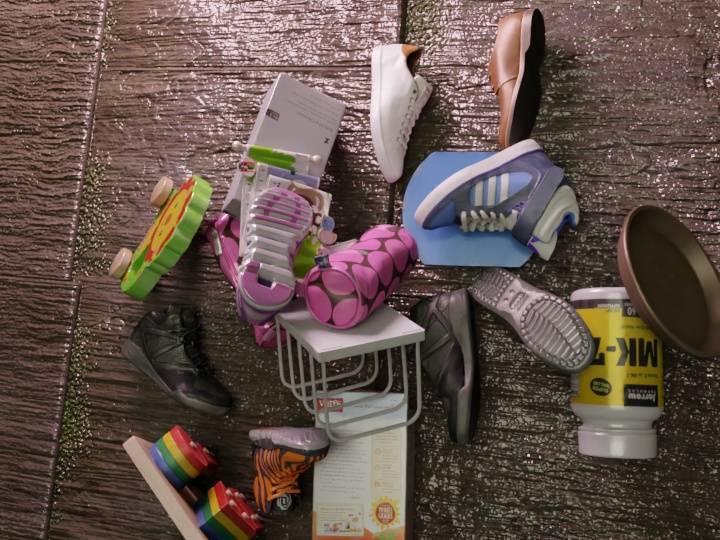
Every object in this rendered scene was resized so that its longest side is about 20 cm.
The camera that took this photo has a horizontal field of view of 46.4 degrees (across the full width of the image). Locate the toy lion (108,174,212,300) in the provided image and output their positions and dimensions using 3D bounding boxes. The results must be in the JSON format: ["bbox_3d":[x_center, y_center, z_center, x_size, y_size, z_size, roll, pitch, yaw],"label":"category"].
[{"bbox_3d":[-0.280,-0.046,1.204,0.068,0.192,0.202,30,93,-25],"label":"toy lion"}]

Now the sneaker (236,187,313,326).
[{"bbox_3d":[-0.114,-0.014,1.042,0.079,0.089,0.203,17,49,-8],"label":"sneaker"}]

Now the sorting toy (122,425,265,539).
[{"bbox_3d":[-0.212,0.304,1.140,0.069,0.199,0.201,-37,74,-9],"label":"sorting toy"}]

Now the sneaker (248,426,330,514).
[{"bbox_3d":[-0.091,0.271,1.130,0.076,0.199,0.115,-1,83,-25],"label":"sneaker"}]

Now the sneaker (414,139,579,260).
[{"bbox_3d":[0.186,-0.066,1.093,0.198,0.081,0.148,-29,71,-2],"label":"sneaker"}]

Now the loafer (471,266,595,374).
[{"bbox_3d":[0.226,0.064,1.067,0.075,0.070,0.200,-47,46,3],"label":"loafer"}]

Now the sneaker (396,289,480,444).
[{"bbox_3d":[0.101,0.132,1.126,0.112,0.076,0.204,-8,78,16],"label":"sneaker"}]

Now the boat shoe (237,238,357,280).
[{"bbox_3d":[-0.078,-0.016,1.153,0.070,0.198,0.071,60,143,11],"label":"boat shoe"}]

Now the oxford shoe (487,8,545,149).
[{"bbox_3d":[0.208,-0.258,1.164,0.070,0.071,0.204,2,77,33],"label":"oxford shoe"}]

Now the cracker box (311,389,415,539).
[{"bbox_3d":[0.006,0.267,1.150,0.131,0.058,0.204,0,84,16],"label":"cracker box"}]

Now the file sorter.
[{"bbox_3d":[-0.019,0.117,1.077,0.136,0.200,0.127,-10,107,-21],"label":"file sorter"}]

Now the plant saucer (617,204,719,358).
[{"bbox_3d":[0.380,0.015,1.027,0.029,0.198,0.203,-35,72,45],"label":"plant saucer"}]

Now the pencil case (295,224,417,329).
[{"bbox_3d":[0.000,0.000,1.080,0.092,0.200,0.093,5,108,25],"label":"pencil case"}]

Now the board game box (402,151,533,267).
[{"bbox_3d":[0.158,-0.081,1.165,0.196,0.039,0.161,1,79,10],"label":"board game box"}]

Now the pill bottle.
[{"bbox_3d":[0.320,0.127,1.052,0.112,0.114,0.204,-1,83,15],"label":"pill bottle"}]

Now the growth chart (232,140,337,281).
[{"bbox_3d":[-0.098,-0.068,1.110,0.142,0.018,0.204,1,77,-21],"label":"growth chart"}]

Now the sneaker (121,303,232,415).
[{"bbox_3d":[-0.253,0.123,1.231,0.198,0.076,0.115,35,99,22],"label":"sneaker"}]

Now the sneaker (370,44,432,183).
[{"bbox_3d":[0.060,-0.227,1.190,0.083,0.073,0.204,-4,81,17],"label":"sneaker"}]

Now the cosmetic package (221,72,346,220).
[{"bbox_3d":[-0.107,-0.156,1.180,0.111,0.081,0.203,22,71,-17],"label":"cosmetic package"}]

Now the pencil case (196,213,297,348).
[{"bbox_3d":[-0.153,0.012,1.201,0.090,0.093,0.202,-34,76,14],"label":"pencil case"}]
